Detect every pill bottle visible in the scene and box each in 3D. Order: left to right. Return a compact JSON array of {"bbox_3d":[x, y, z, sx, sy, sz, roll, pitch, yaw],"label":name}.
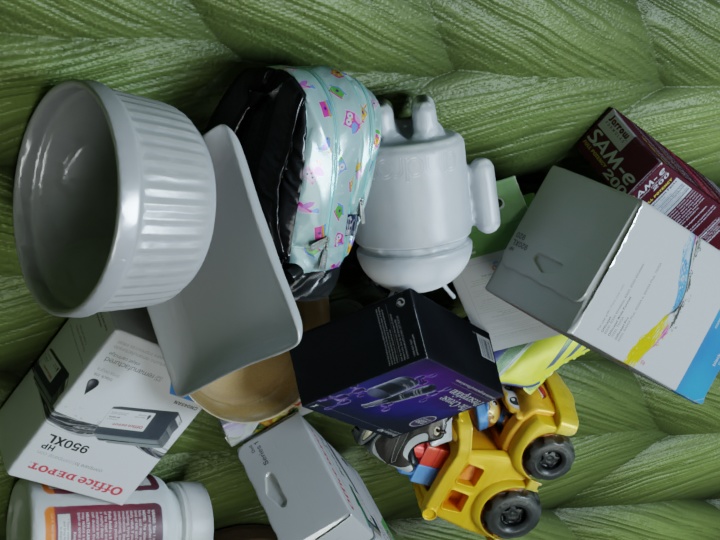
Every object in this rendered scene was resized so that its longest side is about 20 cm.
[{"bbox_3d":[-0.266,0.275,1.551,0.200,0.114,0.114,3,126,-27],"label":"pill bottle"}]

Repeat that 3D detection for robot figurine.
[{"bbox_3d":[0.047,-0.065,1.394,0.169,0.113,0.201,-5,104,6],"label":"robot figurine"}]

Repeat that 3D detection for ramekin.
[{"bbox_3d":[-0.209,-0.060,1.249,0.105,0.200,0.200,1,127,-38],"label":"ramekin"}]

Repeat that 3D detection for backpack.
[{"bbox_3d":[-0.064,-0.090,1.323,0.126,0.167,0.200,-6,115,-45],"label":"backpack"}]

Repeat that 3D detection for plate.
[{"bbox_3d":[-0.132,-0.006,1.290,0.032,0.200,0.199,-14,171,-41],"label":"plate"}]

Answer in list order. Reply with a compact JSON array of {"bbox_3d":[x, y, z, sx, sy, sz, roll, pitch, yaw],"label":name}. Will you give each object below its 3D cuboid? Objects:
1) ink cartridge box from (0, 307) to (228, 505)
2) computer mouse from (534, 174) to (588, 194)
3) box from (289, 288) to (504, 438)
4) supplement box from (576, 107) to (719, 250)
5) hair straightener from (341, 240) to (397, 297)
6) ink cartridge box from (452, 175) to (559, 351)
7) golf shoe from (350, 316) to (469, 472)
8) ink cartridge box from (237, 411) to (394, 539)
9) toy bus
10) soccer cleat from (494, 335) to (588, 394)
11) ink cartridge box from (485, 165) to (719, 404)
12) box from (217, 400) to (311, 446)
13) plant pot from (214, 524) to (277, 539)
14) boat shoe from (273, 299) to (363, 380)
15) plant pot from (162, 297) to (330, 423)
[{"bbox_3d":[-0.249,0.127,1.455,0.144,0.084,0.200,24,114,-38],"label":"ink cartridge box"},{"bbox_3d":[0.186,-0.028,1.572,0.140,0.046,0.200,-13,134,-2],"label":"computer mouse"},{"bbox_3d":[0.039,0.098,1.458,0.141,0.079,0.200,-21,157,22],"label":"box"},{"bbox_3d":[0.329,-0.083,1.545,0.200,0.109,0.061,29,111,-39],"label":"supplement box"},{"bbox_3d":[0.000,0.000,1.476,0.041,0.077,0.200,-43,133,10],"label":"hair straightener"},{"bbox_3d":[0.145,-0.016,1.510,0.104,0.059,0.200,-15,121,18],"label":"ink cartridge box"},{"bbox_3d":[0.081,0.137,1.607,0.200,0.094,0.078,-51,175,23],"label":"golf shoe"},{"bbox_3d":[-0.040,0.264,1.602,0.084,0.146,0.200,-32,147,2],"label":"ink cartridge box"},{"bbox_3d":[0.130,0.199,1.685,0.192,0.136,0.200,19,116,-18],"label":"toy bus"},{"bbox_3d":[0.204,0.093,1.645,0.200,0.065,0.084,-13,96,-8],"label":"soccer cleat"},{"bbox_3d":[0.260,0.014,1.434,0.200,0.147,0.145,27,91,-34],"label":"ink cartridge box"},{"bbox_3d":[-0.060,0.129,1.580,0.200,0.041,0.039,-24,135,-7],"label":"box"},{"bbox_3d":[-0.146,0.405,1.733,0.200,0.093,0.201,-14,132,-16],"label":"plant pot"},{"bbox_3d":[-0.080,0.101,1.524,0.201,0.072,0.061,-24,135,-8],"label":"boat shoe"},{"bbox_3d":[-0.115,0.049,1.430,0.200,0.027,0.201,0,90,-39],"label":"plant pot"}]
